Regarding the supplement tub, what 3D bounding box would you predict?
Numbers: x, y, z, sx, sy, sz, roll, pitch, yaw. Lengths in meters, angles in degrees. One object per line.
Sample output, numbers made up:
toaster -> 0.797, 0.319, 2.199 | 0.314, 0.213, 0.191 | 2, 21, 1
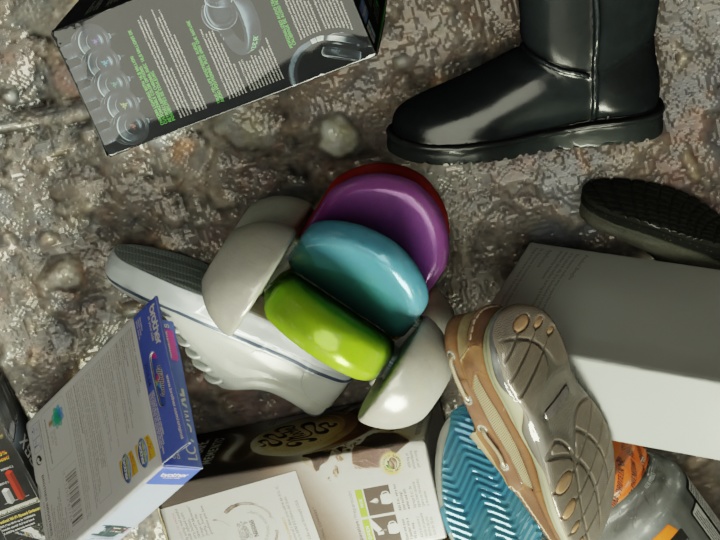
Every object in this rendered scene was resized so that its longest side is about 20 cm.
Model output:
supplement tub -> 0.215, 0.220, 1.463 | 0.123, 0.123, 0.200 | -34, 105, 14

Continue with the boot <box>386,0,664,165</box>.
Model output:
boot -> 0.111, -0.165, 1.345 | 0.200, 0.076, 0.168 | -6, 114, -2

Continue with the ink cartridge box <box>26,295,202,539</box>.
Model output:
ink cartridge box -> -0.170, 0.117, 1.413 | 0.042, 0.119, 0.200 | 7, 145, -35

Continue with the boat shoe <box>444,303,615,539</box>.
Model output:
boat shoe -> 0.112, 0.103, 1.328 | 0.072, 0.076, 0.200 | 5, 126, 43

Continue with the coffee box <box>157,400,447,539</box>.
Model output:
coffee box -> -0.037, 0.156, 1.450 | 0.200, 0.113, 0.080 | -12, 103, 9

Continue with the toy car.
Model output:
toy car -> 0.000, 0.000, 1.353 | 0.175, 0.200, 0.150 | 34, 104, -3

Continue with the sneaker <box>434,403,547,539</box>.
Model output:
sneaker -> 0.094, 0.185, 1.404 | 0.076, 0.081, 0.200 | -19, 104, -11

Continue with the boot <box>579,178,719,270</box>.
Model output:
boot -> 0.234, 0.021, 1.421 | 0.200, 0.068, 0.131 | 20, 119, -1

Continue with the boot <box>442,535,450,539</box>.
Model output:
boot -> 0.041, 0.266, 1.532 | 0.200, 0.072, 0.166 | 8, 129, -13

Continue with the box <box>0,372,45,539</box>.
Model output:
box -> -0.331, 0.185, 1.518 | 0.200, 0.050, 0.158 | -21, 108, 10

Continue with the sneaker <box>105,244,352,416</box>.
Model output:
sneaker -> -0.099, 0.048, 1.441 | 0.200, 0.073, 0.071 | 26, 107, -7

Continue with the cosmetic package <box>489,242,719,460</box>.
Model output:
cosmetic package -> 0.189, 0.054, 1.360 | 0.200, 0.113, 0.081 | 12, 136, 30

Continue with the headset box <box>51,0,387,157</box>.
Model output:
headset box -> -0.093, -0.166, 1.305 | 0.200, 0.174, 0.093 | -20, 108, 9
